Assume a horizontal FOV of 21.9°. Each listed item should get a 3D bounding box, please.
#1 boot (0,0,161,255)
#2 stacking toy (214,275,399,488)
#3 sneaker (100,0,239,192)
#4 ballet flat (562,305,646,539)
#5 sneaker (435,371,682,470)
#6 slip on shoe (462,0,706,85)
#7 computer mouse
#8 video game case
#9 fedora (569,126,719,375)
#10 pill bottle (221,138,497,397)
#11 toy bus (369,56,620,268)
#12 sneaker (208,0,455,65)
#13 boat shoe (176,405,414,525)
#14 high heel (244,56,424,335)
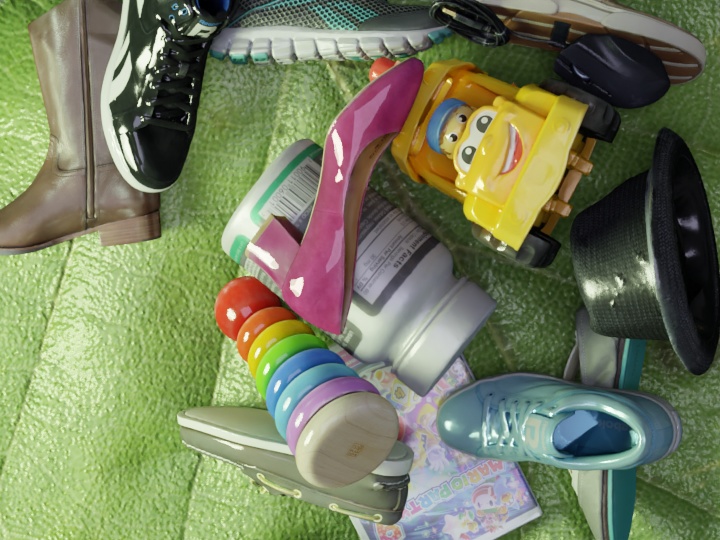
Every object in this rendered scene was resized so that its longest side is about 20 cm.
[{"bbox_3d":[-0.252,-0.117,1.475,0.185,0.064,0.201,-7,98,-11],"label":"boot"},{"bbox_3d":[-0.051,0.075,1.442,0.085,0.085,0.200,-44,48,5],"label":"stacking toy"},{"bbox_3d":[-0.142,-0.162,1.419,0.073,0.112,0.202,3,89,-32],"label":"sneaker"},{"bbox_3d":[0.190,0.124,1.491,0.063,0.067,0.202,7,95,29],"label":"ballet flat"},{"bbox_3d":[0.141,0.116,1.430,0.199,0.082,0.074,-3,88,26],"label":"sneaker"},{"bbox_3d":[0.176,-0.200,1.456,0.199,0.076,0.061,13,65,0],"label":"slip on shoe"},{"bbox_3d":[0.145,-0.166,1.429,0.199,0.059,0.034,17,65,-8],"label":"computer mouse"},{"bbox_3d":[0.040,0.140,1.511,0.143,0.018,0.201,-27,94,4],"label":"video game case"},{"bbox_3d":[0.212,-0.011,1.414,0.091,0.200,0.202,-10,95,20],"label":"fedora"},{"bbox_3d":[0.000,0.000,1.442,0.200,0.113,0.113,39,95,6],"label":"pill bottle"},{"bbox_3d":[0.085,-0.102,1.404,0.191,0.200,0.136,29,96,7],"label":"toy bus"},{"bbox_3d":[-0.023,-0.210,1.457,0.198,0.078,0.092,-1,91,1],"label":"sneaker"},{"bbox_3d":[-0.056,0.152,1.477,0.200,0.072,0.061,11,106,19],"label":"boat shoe"},{"bbox_3d":[0.005,-0.054,1.345,0.096,0.067,0.200,41,100,16],"label":"high heel"}]
